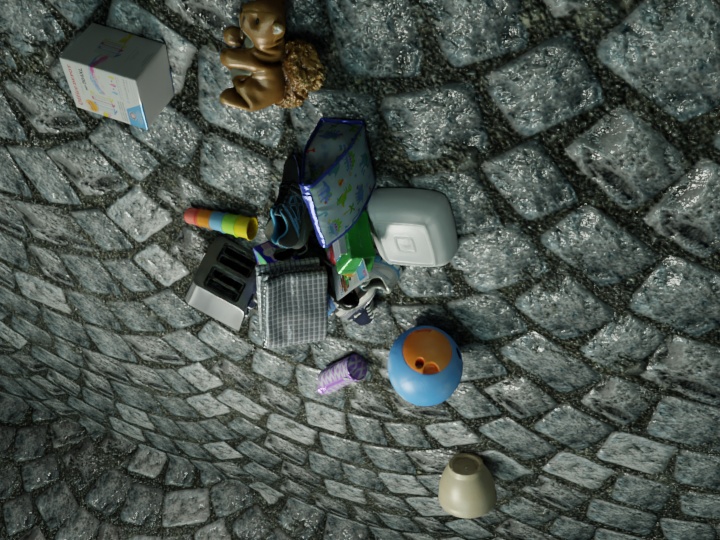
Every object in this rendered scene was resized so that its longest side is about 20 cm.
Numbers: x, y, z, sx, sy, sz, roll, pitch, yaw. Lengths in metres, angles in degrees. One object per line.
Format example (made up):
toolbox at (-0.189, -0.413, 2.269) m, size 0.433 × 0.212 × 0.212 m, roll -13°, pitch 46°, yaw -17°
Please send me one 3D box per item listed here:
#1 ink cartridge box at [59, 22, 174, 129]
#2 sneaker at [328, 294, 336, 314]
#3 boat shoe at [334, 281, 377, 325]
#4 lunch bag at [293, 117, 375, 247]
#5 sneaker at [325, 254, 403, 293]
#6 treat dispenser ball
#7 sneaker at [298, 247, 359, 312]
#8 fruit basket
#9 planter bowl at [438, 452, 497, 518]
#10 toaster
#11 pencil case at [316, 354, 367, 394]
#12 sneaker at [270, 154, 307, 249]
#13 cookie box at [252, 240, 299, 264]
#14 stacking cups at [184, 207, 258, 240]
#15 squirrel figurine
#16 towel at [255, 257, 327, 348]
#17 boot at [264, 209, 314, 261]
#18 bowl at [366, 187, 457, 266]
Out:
ink cartridge box at (-0.508, -0.403, 1.387) m, size 0.195 × 0.127 × 0.130 m, roll 17°, pitch 144°, yaw 8°
sneaker at (-0.080, 0.080, 1.769) m, size 0.080 × 0.087 × 0.200 m, roll 63°, pitch 168°, yaw 4°
boat shoe at (0.014, 0.083, 1.750) m, size 0.091 × 0.076 × 0.199 m, roll 27°, pitch 152°, yaw -18°
lunch bag at (-0.058, -0.175, 1.350) m, size 0.124 × 0.203 × 0.172 m, roll 7°, pitch 142°, yaw 21°
sneaker at (0.000, 0.000, 1.632) m, size 0.195 × 0.088 × 0.076 m, roll 17°, pitch 147°, yaw 14°
treat dispenser ball at (0.167, 0.246, 1.741) m, size 0.196 × 0.204 × 0.203 m, roll 15°, pitch 143°, yaw 11°
sneaker at (-0.068, 0.020, 1.626) m, size 0.201 × 0.067 × 0.090 m, roll 50°, pitch 158°, yaw -16°
fruit basket at (-0.041, -0.047, 1.508) m, size 0.091 × 0.191 × 0.199 m, roll -3°, pitch 165°, yaw -29°
planter bowl at (0.352, 0.695, 2.225) m, size 0.195 × 0.200 × 0.139 m, roll 4°, pitch 114°, yaw 24°
toaster at (-0.361, 0.029, 1.798) m, size 0.197 × 0.184 × 0.119 m, roll 29°, pitch 141°, yaw -9°
pencil case at (-0.058, 0.324, 2.066) m, size 0.083 × 0.087 × 0.199 m, roll 37°, pitch 143°, yaw -15°
sneaker at (-0.153, -0.149, 1.460) m, size 0.072 × 0.207 × 0.081 m, roll 3°, pitch -176°, yaw 38°
cookie box at (-0.188, 0.045, 1.694) m, size 0.171 × 0.074 × 0.204 m, roll 40°, pitch 148°, yaw 54°
stacking cups at (-0.356, -0.126, 1.713) m, size 0.195 × 0.061 × 0.061 m, roll 14°, pitch 144°, yaw 22°
squirrel figurine at (-0.155, -0.394, 1.221) m, size 0.195 × 0.144 × 0.188 m, roll 17°, pitch 135°, yaw -14°
towel at (-0.157, 0.079, 1.566) m, size 0.161 × 0.086 × 0.205 m, roll -6°, pitch 119°, yaw -15°
boot at (-0.182, -0.078, 1.599) m, size 0.197 × 0.133 × 0.068 m, roll -18°, pitch 128°, yaw 43°
bowl at (0.107, -0.083, 1.481) m, size 0.195 × 0.076 × 0.202 m, roll 7°, pitch 140°, yaw 25°
